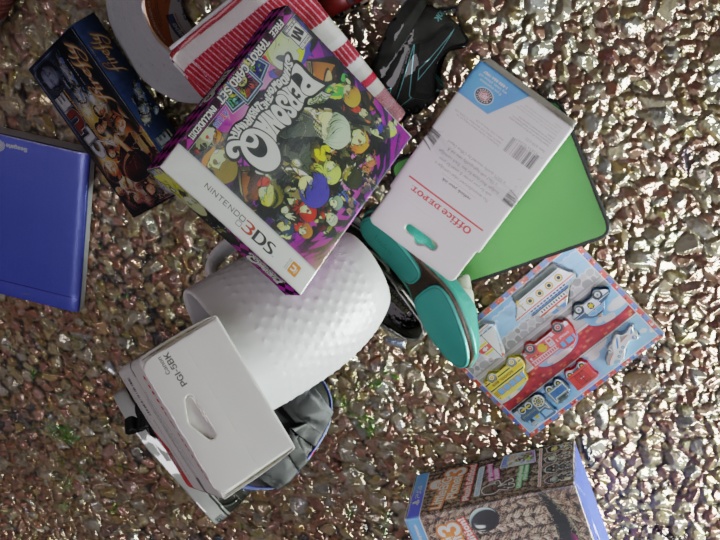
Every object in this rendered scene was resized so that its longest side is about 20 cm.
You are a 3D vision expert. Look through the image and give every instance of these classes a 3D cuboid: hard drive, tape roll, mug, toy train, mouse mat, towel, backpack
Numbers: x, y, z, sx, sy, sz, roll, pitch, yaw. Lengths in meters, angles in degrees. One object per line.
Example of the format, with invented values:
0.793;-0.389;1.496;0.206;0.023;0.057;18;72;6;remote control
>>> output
-0.382;-0.059;1.290;0.132;0.025;0.200;13;113;7;hard drive
-0.158;-0.272;1.110;0.200;0.066;0.201;9;112;25;tape roll
-0.080;0.026;1.123;0.175;0.200;0.148;-30;143;-17;mug
-0.019;-0.273;1.118;0.200;0.046;0.034;-25;104;20;toy train
0.147;-0.077;1.175;0.200;0.008;0.161;-19;103;21;mouse mat
-0.069;-0.180;1.068;0.144;0.023;0.200;-36;119;11;towel
-0.134;0.153;1.232;0.190;0.154;0.200;39;77;1;backpack

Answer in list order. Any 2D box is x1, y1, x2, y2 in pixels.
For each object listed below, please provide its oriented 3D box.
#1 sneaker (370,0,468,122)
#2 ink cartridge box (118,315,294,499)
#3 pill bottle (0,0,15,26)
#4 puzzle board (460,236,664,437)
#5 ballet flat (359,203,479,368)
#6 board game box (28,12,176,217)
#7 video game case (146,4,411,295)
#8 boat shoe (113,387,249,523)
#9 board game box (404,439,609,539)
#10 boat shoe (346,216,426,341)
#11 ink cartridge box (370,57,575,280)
0.035;-0.179;1.128;0.079;0.075;0.200;29;114;-3;sneaker
-0.152;0.131;1.053;0.083;0.200;0.147;-31;93;-19;ink cartridge box
-0.394;-0.335;1.138;0.112;0.112;0.200;36;113;-3;pill bottle
0.210;0.079;1.222;0.151;0.017;0.200;45;112;-7;puzzle board
0.080;0.007;1.177;0.200;0.070;0.067;55;144;1;ballet flat
-0.263;-0.160;1.184;0.135;0.035;0.200;-18;109;54;board game box
-0.068;-0.109;1.016;0.181;0.200;0.036;44;159;-25;video game case
-0.216;0.211;1.335;0.064;0.071;0.200;-42;89;-9;boat shoe
0.174;0.306;1.275;0.200;0.097;0.160;-17;106;17;board game box
0.000;0.000;1.210;0.200;0.064;0.071;39;113;-4;boat shoe
0.113;-0.103;1.129;0.116;0.067;0.200;37;109;1;ink cartridge box
